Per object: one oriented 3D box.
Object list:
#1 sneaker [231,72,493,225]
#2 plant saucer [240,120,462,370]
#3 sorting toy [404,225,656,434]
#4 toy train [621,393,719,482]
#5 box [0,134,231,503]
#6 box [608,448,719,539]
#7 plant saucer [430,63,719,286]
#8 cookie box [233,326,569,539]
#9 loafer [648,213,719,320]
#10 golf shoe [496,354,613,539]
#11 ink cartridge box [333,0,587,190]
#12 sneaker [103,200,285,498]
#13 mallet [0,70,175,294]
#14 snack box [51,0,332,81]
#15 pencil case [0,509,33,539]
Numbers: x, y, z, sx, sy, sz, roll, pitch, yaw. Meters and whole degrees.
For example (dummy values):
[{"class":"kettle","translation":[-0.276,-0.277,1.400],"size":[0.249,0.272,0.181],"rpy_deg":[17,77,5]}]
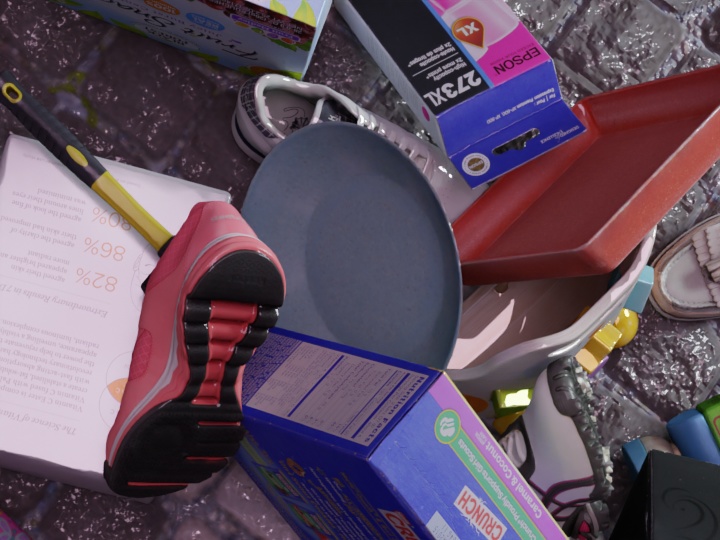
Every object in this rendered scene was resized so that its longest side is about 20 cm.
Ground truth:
[{"class":"sneaker","translation":[0.004,-0.076,1.185],"size":[0.198,0.081,0.077],"rpy_deg":[22,75,-6]},{"class":"plant saucer","translation":[0.000,0.000,1.137],"size":[0.039,0.200,0.203],"rpy_deg":[-14,79,-47]},{"class":"sorting toy","translation":[0.132,0.027,1.130],"size":[0.200,0.180,0.107],"rpy_deg":[-43,87,-13]},{"class":"toy train","translation":[0.268,0.183,1.178],"size":[0.115,0.085,0.201],"rpy_deg":[-25,90,5]},{"class":"box","translation":[-0.182,0.035,1.123],"size":[0.151,0.106,0.202],"rpy_deg":[15,77,-6]},{"class":"box","translation":[0.258,0.226,1.095],"size":[0.198,0.149,0.125],"rpy_deg":[14,41,-2]},{"class":"plant saucer","translation":[0.153,-0.056,1.116],"size":[0.200,0.199,0.037],"rpy_deg":[-45,108,-25]},{"class":"cookie box","translation":[0.010,0.125,1.051],"size":[0.075,0.199,0.172],"rpy_deg":[-49,122,-21]},{"class":"loafer","translation":[0.301,-0.020,1.222],"size":[0.198,0.063,0.073],"rpy_deg":[-18,83,-11]},{"class":"golf shoe","translation":[0.116,0.127,1.103],"size":[0.087,0.201,0.078],"rpy_deg":[-10,56,0]},{"class":"ink cartridge box","translation":[0.066,-0.152,1.190],"size":[0.094,0.037,0.201],"rpy_deg":[-27,60,-12]},{"class":"sneaker","translation":[-0.102,0.047,1.018],"size":[0.073,0.201,0.087],"rpy_deg":[10,32,-29]},{"class":"mallet","translation":[-0.165,-0.044,1.072],"size":[0.199,0.041,0.066],"rpy_deg":[37,78,5]},{"class":"snack box","translation":[-0.117,-0.200,1.146],"size":[0.198,0.169,0.068],"rpy_deg":[22,80,-4]},{"class":"pencil case","translation":[-0.261,0.187,1.098],"size":[0.200,0.087,0.088],"rpy_deg":[42,77,2]}]
